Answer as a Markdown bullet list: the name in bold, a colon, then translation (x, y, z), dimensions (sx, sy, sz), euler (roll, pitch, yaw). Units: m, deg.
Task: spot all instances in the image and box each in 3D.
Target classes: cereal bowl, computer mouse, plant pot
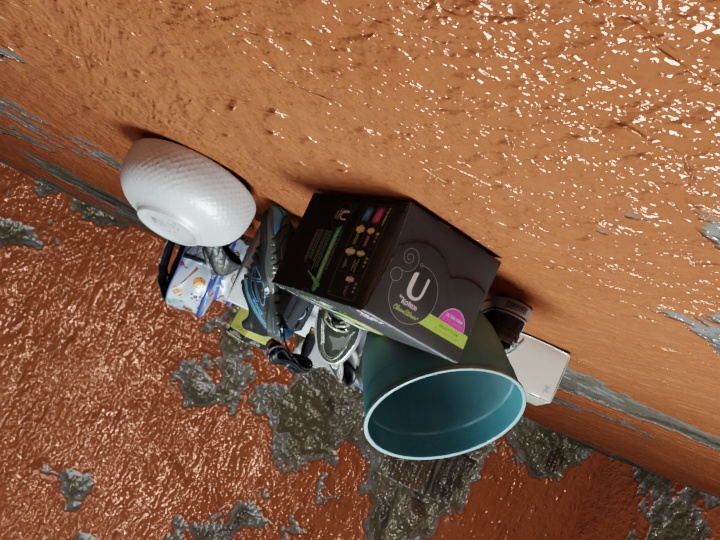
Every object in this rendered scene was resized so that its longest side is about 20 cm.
- **cereal bowl**: translation (-0.251, -0.093, 1.132), dimensions (0.199, 0.084, 0.200), euler (20, 159, 8)
- **computer mouse**: translation (-0.077, 0.057, 1.188), dimensions (0.046, 0.201, 0.140), euler (4, 158, 20)
- **plant pot**: translation (0.089, 0.109, 1.032), dimensions (0.200, 0.200, 0.188), euler (30, -146, -37)

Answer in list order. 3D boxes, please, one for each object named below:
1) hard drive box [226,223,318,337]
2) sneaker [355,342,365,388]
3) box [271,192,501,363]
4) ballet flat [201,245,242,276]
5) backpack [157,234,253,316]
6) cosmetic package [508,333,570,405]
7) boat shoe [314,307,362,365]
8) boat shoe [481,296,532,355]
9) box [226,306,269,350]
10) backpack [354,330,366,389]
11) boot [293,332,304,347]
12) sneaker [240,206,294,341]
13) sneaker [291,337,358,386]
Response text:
- **hard drive box**: translation (-0.099, 0.021, 1.320), dimensions (0.200, 0.077, 0.156), euler (27, -148, -9)
- **sneaker**: translation (0.065, 0.098, 1.227), dimensions (0.066, 0.200, 0.090), euler (42, 159, -5)
- **box**: translation (0.024, 0.003, 0.900), dimensions (0.148, 0.125, 0.200), euler (29, 171, -33)
- **ballet flat**: translation (-0.242, -0.074, 1.304), dimensions (0.067, 0.057, 0.200), euler (-115, 10, -47)
- **backpack**: translation (-0.279, -0.012, 1.458), dimensions (0.154, 0.191, 0.200), euler (30, -179, -4)
- **cosmetic package**: translation (0.282, 0.169, 1.366), dimensions (0.103, 0.087, 0.200), euler (25, 174, 9)
- **boat shoe**: translation (-0.029, 0.052, 1.128), dimensions (0.070, 0.201, 0.064), euler (18, -155, 9)
- **boat shoe**: translation (0.198, 0.087, 1.137), dimensions (0.073, 0.068, 0.199), euler (25, 172, 2)
- **box**: translation (-0.162, 0.044, 1.478), dimensions (0.050, 0.200, 0.075), euler (28, 177, 34)
- **backpack**: translation (0.069, 0.151, 1.468), dimensions (0.200, 0.191, 0.154), euler (21, 171, 35)
- **boot**: translation (-0.054, 0.054, 1.499), dimensions (0.072, 0.166, 0.200), euler (44, 152, 33)
- **sneaker**: translation (-0.142, 0.004, 1.187), dimensions (0.082, 0.201, 0.073), euler (7, -168, 23)
- **sneaker**: translation (-0.058, 0.166, 1.429), dimensions (0.116, 0.075, 0.200), euler (55, 151, 15)
